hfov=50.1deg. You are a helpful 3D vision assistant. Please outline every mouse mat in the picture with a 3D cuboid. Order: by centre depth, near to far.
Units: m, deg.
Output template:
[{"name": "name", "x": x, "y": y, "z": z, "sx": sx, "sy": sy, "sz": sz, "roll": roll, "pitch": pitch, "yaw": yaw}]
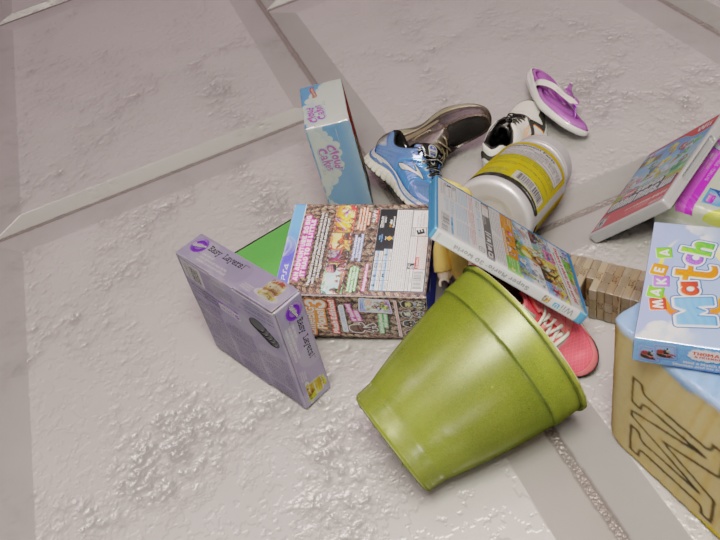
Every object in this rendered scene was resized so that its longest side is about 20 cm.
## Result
[{"name": "mouse mat", "x": -0.107, "y": 0.003, "z": 1.138, "sx": 0.161, "sy": 0.008, "sz": 0.200, "roll": -32, "pitch": 47, "yaw": -16}]

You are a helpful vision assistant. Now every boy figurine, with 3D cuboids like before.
[{"name": "boy figurine", "x": 0.148, "y": -0.028, "z": 0.977, "sx": 0.124, "sy": 0.201, "sz": 0.064, "roll": -21, "pitch": 4, "yaw": 13}]

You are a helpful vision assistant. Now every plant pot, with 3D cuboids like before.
[{"name": "plant pot", "x": 0.107, "y": 0.133, "z": 0.846, "sx": 0.193, "sy": 0.201, "sz": 0.200, "roll": -38, "pitch": 47, "yaw": -5}]

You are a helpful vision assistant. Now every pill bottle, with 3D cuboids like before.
[{"name": "pill bottle", "x": 0.217, "y": -0.111, "z": 1.071, "sx": 0.114, "sy": 0.115, "sz": 0.200, "roll": 14, "pitch": 34, "yaw": 28}]

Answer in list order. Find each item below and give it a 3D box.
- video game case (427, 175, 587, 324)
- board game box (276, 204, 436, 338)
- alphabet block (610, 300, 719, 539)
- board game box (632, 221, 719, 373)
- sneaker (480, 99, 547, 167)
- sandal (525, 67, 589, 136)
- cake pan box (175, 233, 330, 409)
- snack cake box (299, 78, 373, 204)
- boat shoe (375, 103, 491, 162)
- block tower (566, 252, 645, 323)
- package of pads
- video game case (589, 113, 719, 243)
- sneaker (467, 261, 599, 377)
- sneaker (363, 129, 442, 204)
[{"name": "video game case", "x": 0.166, "y": -0.027, "z": 0.886, "sx": 0.200, "sy": 0.018, "sz": 0.143, "roll": 29, "pitch": 28, "yaw": -10}, {"name": "board game box", "x": 0.000, "y": 0.000, "z": 1.040, "sx": 0.199, "sy": 0.097, "sz": 0.160, "roll": 2, "pitch": 51, "yaw": 11}, {"name": "alphabet block", "x": 0.381, "y": 0.120, "z": 0.752, "sx": 0.195, "sy": 0.200, "sz": 0.196, "roll": -28, "pitch": 45, "yaw": -13}, {"name": "board game box", "x": 0.355, "y": 0.028, "z": 0.682, "sx": 0.199, "sy": 0.037, "sz": 0.152, "roll": 7, "pitch": 49, "yaw": 23}, {"name": "sneaker", "x": 0.245, "y": -0.217, "z": 1.220, "sx": 0.074, "sy": 0.080, "sz": 0.200, "roll": 8, "pitch": 47, "yaw": 27}, {"name": "sandal", "x": 0.322, "y": -0.291, "z": 1.266, "sx": 0.082, "sy": 0.050, "sz": 0.203, "roll": 12, "pitch": 36, "yaw": -24}, {"name": "cake pan box", "x": -0.138, "y": 0.064, "z": 0.977, "sx": 0.200, "sy": 0.185, "sz": 0.052, "roll": 26, "pitch": 54, "yaw": 37}, {"name": "snack cake box", "x": -0.031, "y": -0.170, "z": 1.166, "sx": 0.067, "sy": 0.200, "sz": 0.115, "roll": -13, "pitch": 43, "yaw": 5}, {"name": "boat shoe", "x": 0.118, "y": -0.200, "z": 1.236, "sx": 0.199, "sy": 0.075, "sz": 0.073, "roll": -20, "pitch": 46, "yaw": 23}, {"name": "block tower", "x": 0.289, "y": 0.021, "z": 0.983, "sx": 0.199, "sy": 0.058, "sz": 0.054, "roll": 16, "pitch": 53, "yaw": 29}, {"name": "package of pads", "x": 0.517, "y": -0.093, "z": 1.021, "sx": 0.200, "sy": 0.068, "sz": 0.155, "roll": 25, "pitch": 59, "yaw": 34}, {"name": "video game case", "x": 0.408, "y": -0.126, "z": 1.054, "sx": 0.017, "sy": 0.143, "sz": 0.200, "roll": 46, "pitch": 62, "yaw": -5}, {"name": "sneaker", "x": 0.197, "y": 0.056, "z": 0.902, "sx": 0.074, "sy": 0.200, "sz": 0.087, "roll": -45, "pitch": -2, "yaw": 13}, {"name": "sneaker", "x": 0.091, "y": -0.144, "z": 1.155, "sx": 0.200, "sy": 0.078, "sz": 0.089, "roll": 46, "pitch": 109, "yaw": 28}]
